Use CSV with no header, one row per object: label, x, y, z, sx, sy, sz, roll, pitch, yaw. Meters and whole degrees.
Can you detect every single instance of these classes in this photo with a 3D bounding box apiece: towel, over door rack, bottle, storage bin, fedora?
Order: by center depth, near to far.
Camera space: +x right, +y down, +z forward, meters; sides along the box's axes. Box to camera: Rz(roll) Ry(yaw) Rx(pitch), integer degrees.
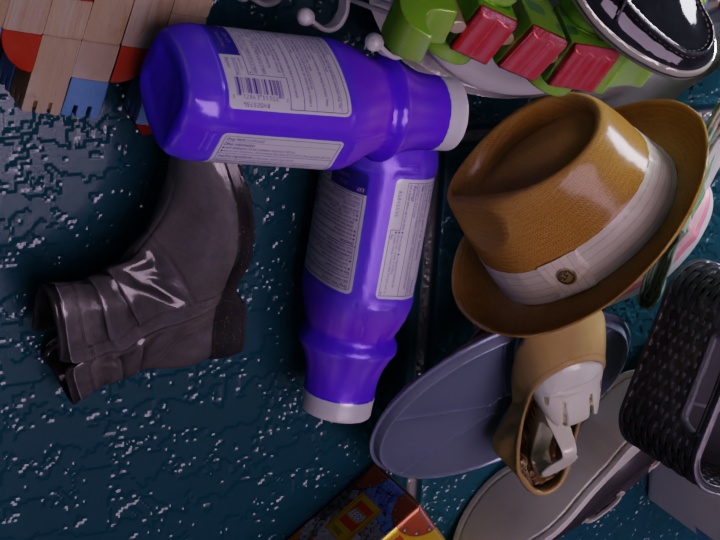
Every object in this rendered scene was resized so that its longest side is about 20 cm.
over door rack,-0.017,-0.241,1.255,0.067,0.148,0.200,-5,113,-40
bottle,-0.030,-0.101,1.262,0.200,0.084,0.065,2,139,-31
fedora,0.122,-0.052,1.334,0.201,0.201,0.082,-48,120,-3
bottle,0.000,0.000,1.389,0.065,0.084,0.200,2,108,-26
towel,0.241,-0.083,1.408,0.200,0.023,0.153,-61,169,-18
storage bin,0.290,0.085,1.410,0.200,0.094,0.135,15,99,-31

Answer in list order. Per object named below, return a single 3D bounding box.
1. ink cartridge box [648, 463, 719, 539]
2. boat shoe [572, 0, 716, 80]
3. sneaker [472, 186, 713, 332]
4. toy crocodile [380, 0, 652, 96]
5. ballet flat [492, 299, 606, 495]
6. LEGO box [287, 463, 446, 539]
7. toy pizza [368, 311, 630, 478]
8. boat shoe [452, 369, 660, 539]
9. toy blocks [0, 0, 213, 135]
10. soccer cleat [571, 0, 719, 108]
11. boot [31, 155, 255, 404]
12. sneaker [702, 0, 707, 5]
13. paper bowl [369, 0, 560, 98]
ink cartridge box,0.343,0.119,1.590,0.200,0.147,0.146,-9,113,-24
boat shoe,0.148,-0.195,1.206,0.075,0.062,0.200,-46,108,-35
sneaker,0.162,-0.025,1.460,0.200,0.075,0.105,-33,152,-10
toy crocodile,0.100,-0.138,1.236,0.200,0.062,0.068,11,133,-34
ballet flat,0.135,0.088,1.408,0.069,0.063,0.200,-17,151,-14
LEGO box,0.018,0.264,1.515,0.149,0.077,0.200,-40,123,-8
toy pizza,0.095,0.081,1.466,0.200,0.032,0.200,-20,152,-11
boat shoe,0.156,0.156,1.553,0.200,0.074,0.060,-45,141,0
toy blocks,-0.171,-0.154,1.251,0.200,0.100,0.137,6,118,-31
soccer cleat,0.226,-0.159,1.473,0.200,0.069,0.078,-22,138,-21
boot,-0.138,-0.002,1.311,0.131,0.070,0.200,-16,131,-22
sneaker,0.199,-0.263,1.406,0.071,0.083,0.200,3,95,-59
paper bowl,0.102,-0.191,1.314,0.200,0.104,0.201,0,135,0
